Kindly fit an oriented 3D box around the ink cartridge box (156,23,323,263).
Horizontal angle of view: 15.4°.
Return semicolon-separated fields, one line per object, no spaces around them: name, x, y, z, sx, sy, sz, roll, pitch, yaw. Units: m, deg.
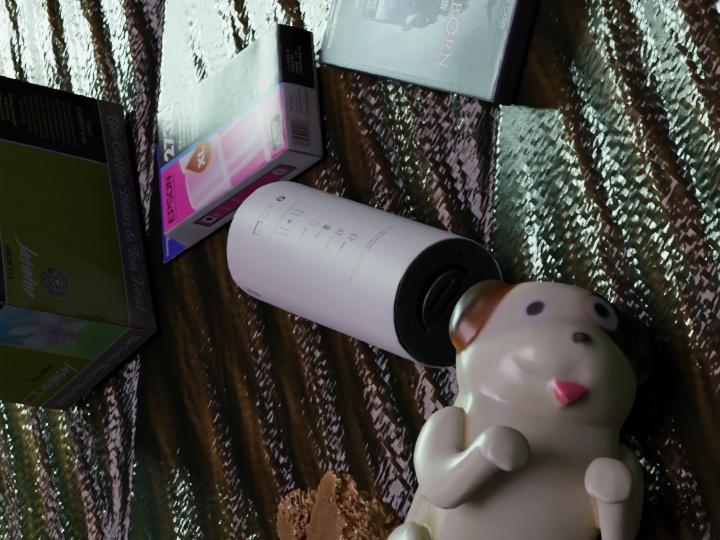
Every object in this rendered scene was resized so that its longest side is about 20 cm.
ink cartridge box;-0.096;-0.085;1.833;0.200;0.037;0.095;-33;55;49

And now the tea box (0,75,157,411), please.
tea box;-0.271;-0.025;1.921;0.134;0.197;0.200;-40;49;41

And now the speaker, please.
speaker;0.000;0.000;1.629;0.200;0.081;0.081;19;97;55

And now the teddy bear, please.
teddy bear;-0.020;0.206;1.629;0.145;0.067;0.200;-116;42;-54

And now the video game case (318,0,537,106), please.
video game case;0.047;-0.186;1.669;0.200;0.019;0.143;19;97;56

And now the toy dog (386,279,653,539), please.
toy dog;0.094;0.105;1.444;0.194;0.139;0.200;-62;-14;-82
